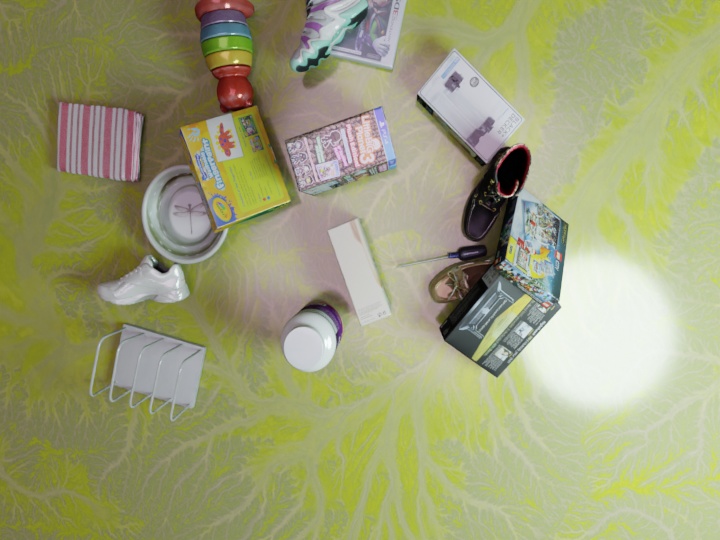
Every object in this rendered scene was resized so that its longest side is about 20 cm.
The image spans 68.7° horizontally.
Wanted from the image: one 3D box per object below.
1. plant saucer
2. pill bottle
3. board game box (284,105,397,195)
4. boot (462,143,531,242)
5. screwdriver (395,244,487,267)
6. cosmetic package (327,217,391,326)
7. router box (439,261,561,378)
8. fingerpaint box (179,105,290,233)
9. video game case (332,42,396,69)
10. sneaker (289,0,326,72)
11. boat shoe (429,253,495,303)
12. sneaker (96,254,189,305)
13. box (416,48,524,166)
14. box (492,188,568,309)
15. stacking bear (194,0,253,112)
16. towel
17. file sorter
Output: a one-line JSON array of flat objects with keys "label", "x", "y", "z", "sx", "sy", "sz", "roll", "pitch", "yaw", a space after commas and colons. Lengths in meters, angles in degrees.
[{"label": "plant saucer", "x": -0.367, "y": -0.119, "z": 1.128, "sx": 0.192, "sy": 0.050, "sz": 0.209, "roll": 0, "pitch": 95, "yaw": 5}, {"label": "pill bottle", "x": -0.096, "y": 0.132, "z": 1.054, "sx": 0.108, "sy": 0.200, "sz": 0.117, "roll": 0, "pitch": 96, "yaw": 5}, {"label": "board game box", "x": -0.031, "y": -0.228, "z": 1.037, "sx": 0.193, "sy": 0.159, "sz": 0.100, "roll": -17, "pitch": 94, "yaw": 5}, {"label": "boot", "x": 0.264, "y": -0.152, "z": 1.025, "sx": 0.072, "sy": 0.151, "sz": 0.205, "roll": 28, "pitch": 97, "yaw": 1}, {"label": "screwdriver", "x": 0.169, "y": -0.029, "z": 1.103, "sx": 0.192, "sy": 0.028, "sz": 0.030, "roll": -6, "pitch": 124, "yaw": 2}, {"label": "cosmetic package", "x": 0.000, "y": 0.000, "z": 1.085, "sx": 0.069, "sy": 0.105, "sz": 0.207, "roll": -19, "pitch": 95, "yaw": 4}, {"label": "router box", "x": 0.278, "y": 0.095, "z": 1.058, "sx": 0.155, "sy": 0.053, "sz": 0.202, "roll": 34, "pitch": 107, "yaw": -18}, {"label": "fingerpaint box", "x": -0.255, "y": -0.204, "z": 1.071, "sx": 0.163, "sy": 0.073, "sz": 0.206, "roll": -23, "pitch": 94, "yaw": -22}, {"label": "video game case", "x": -0.009, "y": -0.528, "z": 1.077, "sx": 0.193, "sy": 0.023, "sz": 0.189, "roll": 13, "pitch": 96, "yaw": 3}, {"label": "sneaker", "x": -0.094, "y": -0.504, "z": 1.042, "sx": 0.199, "sy": 0.078, "sz": 0.141, "roll": -42, "pitch": 90, "yaw": -3}, {"label": "boat shoe", "x": 0.234, "y": 0.013, "z": 1.086, "sx": 0.194, "sy": 0.063, "sz": 0.075, "roll": -24, "pitch": 93, "yaw": 6}, {"label": "sneaker", "x": -0.468, "y": 0.016, "z": 1.133, "sx": 0.192, "sy": 0.078, "sz": 0.103, "roll": -4, "pitch": 104, "yaw": -5}, {"label": "box", "x": 0.219, "y": -0.324, "z": 1.058, "sx": 0.200, "sy": 0.060, "sz": 0.117, "roll": 45, "pitch": 97, "yaw": -1}, {"label": "box", "x": 0.330, "y": -0.048, "z": 1.011, "sx": 0.135, "sy": 0.038, "sz": 0.204, "roll": 34, "pitch": 53, "yaw": -13}, {"label": "stacking bear", "x": -0.265, "y": -0.429, "z": 1.068, "sx": 0.117, "sy": 0.114, "sz": 0.208, "roll": -7, "pitch": 99, "yaw": 5}, {"label": "towel", "x": -0.567, "y": -0.278, "z": 1.143, "sx": 0.192, "sy": 0.030, "sz": 0.152, "roll": 8, "pitch": 96, "yaw": 6}, {"label": "file sorter", "x": -0.456, "y": 0.218, "z": 1.129, "sx": 0.193, "sy": 0.125, "sz": 0.144, "roll": 15, "pitch": 96, "yaw": 3}]
